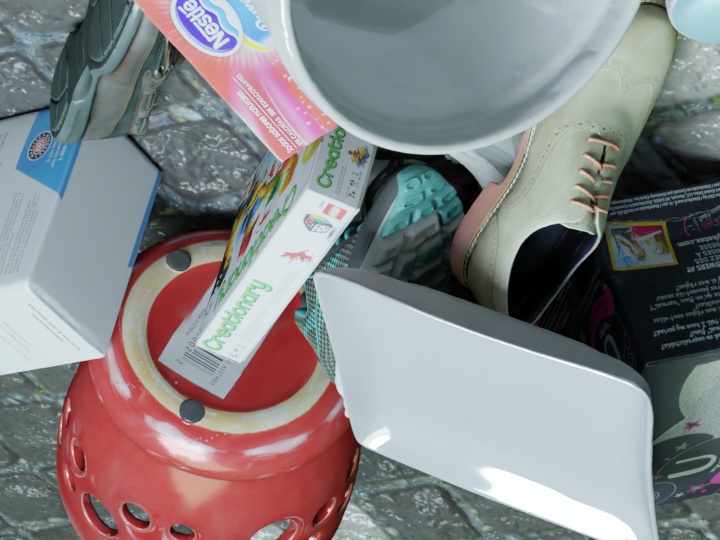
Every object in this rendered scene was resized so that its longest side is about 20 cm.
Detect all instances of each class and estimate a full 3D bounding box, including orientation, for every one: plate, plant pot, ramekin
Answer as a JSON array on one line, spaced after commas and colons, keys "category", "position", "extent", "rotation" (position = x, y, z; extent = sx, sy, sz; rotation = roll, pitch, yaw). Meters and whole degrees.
[{"category": "plate", "position": [0.079, 0.074, 1.398], "extent": [0.199, 0.032, 0.200], "rotation": [20, 152, 20]}, {"category": "plant pot", "position": [-0.090, 0.089, 1.606], "extent": [0.200, 0.201, 0.183], "rotation": [17, 147, -2]}, {"category": "ramekin", "position": [0.032, -0.166, 1.196], "extent": [0.200, 0.200, 0.105], "rotation": [47, 179, -38]}]

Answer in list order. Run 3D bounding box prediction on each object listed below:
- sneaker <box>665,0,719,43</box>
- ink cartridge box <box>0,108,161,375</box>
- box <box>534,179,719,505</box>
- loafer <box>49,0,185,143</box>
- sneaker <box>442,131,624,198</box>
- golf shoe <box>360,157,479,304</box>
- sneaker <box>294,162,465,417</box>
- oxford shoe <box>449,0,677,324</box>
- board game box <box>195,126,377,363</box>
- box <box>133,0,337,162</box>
[{"category": "sneaker", "position": [0.240, -0.134, 1.249], "extent": [0.199, 0.082, 0.074], "rotation": [-10, 138, 33]}, {"category": "ink cartridge box", "position": [-0.240, -0.012, 1.572], "extent": [0.199, 0.145, 0.085], "rotation": [-9, 141, 33]}, {"category": "box", "position": [0.184, 0.049, 1.473], "extent": [0.132, 0.115, 0.200], "rotation": [-10, 151, -16]}, {"category": "loafer", "position": [-0.129, -0.131, 1.437], "extent": [0.063, 0.072, 0.200], "rotation": [5, 157, -20]}, {"category": "sneaker", "position": [0.085, -0.085, 1.410], "extent": [0.079, 0.074, 0.200], "rotation": [-22, 134, 17]}, {"category": "golf shoe", "position": [0.040, 0.006, 1.556], "extent": [0.092, 0.073, 0.200], "rotation": [22, 142, 29]}, {"category": "sneaker", "position": [0.000, 0.000, 1.462], "extent": [0.091, 0.077, 0.200], "rotation": [49, 145, 25]}, {"category": "oxford shoe", "position": [0.123, -0.055, 1.354], "extent": [0.071, 0.074, 0.200], "rotation": [14, 116, -29]}, {"category": "board game box", "position": [-0.036, -0.044, 1.457], "extent": [0.035, 0.127, 0.200], "rotation": [23, 146, -11]}, {"category": "box", "position": [-0.066, -0.168, 1.287], "extent": [0.095, 0.103, 0.200], "rotation": [-32, 130, 13]}]
